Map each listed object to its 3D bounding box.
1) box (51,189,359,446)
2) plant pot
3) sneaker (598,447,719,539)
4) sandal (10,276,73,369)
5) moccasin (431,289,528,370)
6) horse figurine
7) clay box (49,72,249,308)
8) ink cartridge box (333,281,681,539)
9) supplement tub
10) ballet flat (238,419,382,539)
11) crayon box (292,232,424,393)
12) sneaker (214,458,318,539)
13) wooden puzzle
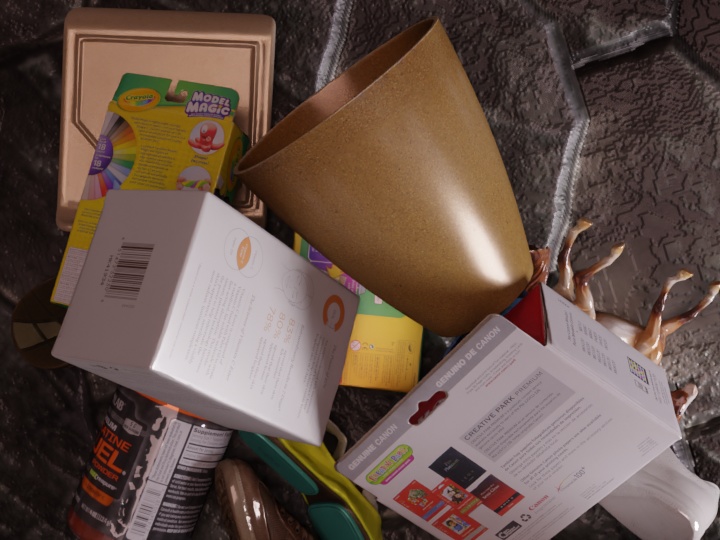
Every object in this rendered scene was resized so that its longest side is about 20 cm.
[{"bbox_3d":[-0.102,0.038,0.739,0.097,0.200,0.125,4,70,34],"label":"box"},{"bbox_3d":[0.039,-0.054,0.768,0.186,0.186,0.200,-38,104,2],"label":"plant pot"},{"bbox_3d":[0.214,0.152,0.873,0.200,0.088,0.075,39,133,20],"label":"sneaker"},{"bbox_3d":[-0.212,0.027,0.880,0.200,0.055,0.082,-29,68,10],"label":"sandal"},{"bbox_3d":[0.097,0.100,0.866,0.080,0.068,0.200,29,115,-13],"label":"moccasin"},{"bbox_3d":[0.213,0.040,0.870,0.199,0.050,0.133,24,109,-7],"label":"horse figurine"},{"bbox_3d":[-0.165,-0.055,0.827,0.115,0.048,0.201,12,79,15],"label":"clay box"},{"bbox_3d":[0.106,0.115,0.780,0.175,0.084,0.200,34,120,-15],"label":"ink cartridge box"},{"bbox_3d":[-0.164,0.137,0.858,0.107,0.107,0.201,22,91,1],"label":"supplement tub"},{"bbox_3d":[-0.024,0.179,0.869,0.067,0.067,0.200,-48,113,-34],"label":"ballet flat"},{"bbox_3d":[0.000,0.000,0.875,0.118,0.058,0.201,6,91,1],"label":"crayon box"},{"bbox_3d":[-0.066,0.236,0.867,0.075,0.070,0.201,-22,114,-18],"label":"sneaker"},{"bbox_3d":[-0.169,-0.128,0.891,0.184,0.037,0.201,3,87,2],"label":"wooden puzzle"}]
